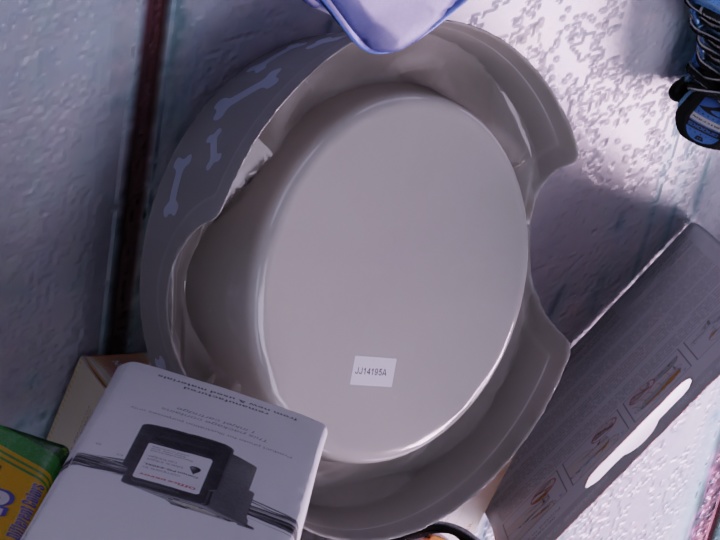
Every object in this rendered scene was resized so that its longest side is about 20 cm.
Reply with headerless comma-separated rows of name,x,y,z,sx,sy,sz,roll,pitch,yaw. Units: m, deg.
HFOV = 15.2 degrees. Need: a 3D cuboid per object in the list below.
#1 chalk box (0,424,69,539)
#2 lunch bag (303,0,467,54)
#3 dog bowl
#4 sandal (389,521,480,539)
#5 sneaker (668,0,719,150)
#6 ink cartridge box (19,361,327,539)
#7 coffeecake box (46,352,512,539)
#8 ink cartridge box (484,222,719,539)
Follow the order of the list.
chalk box,-0.216,0.103,0.900,0.199,0.125,0.124,18,111,-2
lunch bag,-0.003,-0.164,0.863,0.136,0.132,0.200,-44,144,2
dog bowl,0.000,0.000,1.038,0.199,0.059,0.201,-12,109,-39
sandal,0.027,0.139,1.071,0.059,0.080,0.206,-15,172,19
sneaker,0.171,-0.088,1.154,0.090,0.078,0.200,-43,144,7
ink cartridge box,-0.076,0.133,0.887,0.200,0.083,0.146,-73,-179,-75
coffeecake box,-0.048,0.112,1.151,0.199,0.073,0.154,-2,128,-42
ink cartridge box,0.123,0.067,1.185,0.057,0.200,0.163,43,95,-14
